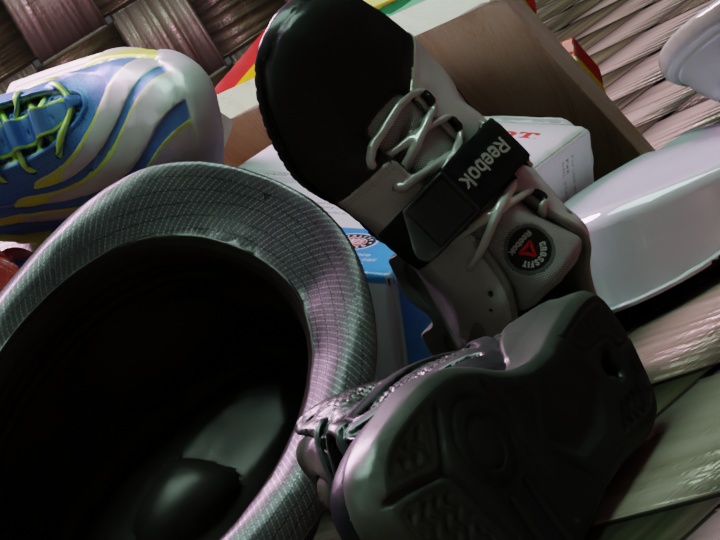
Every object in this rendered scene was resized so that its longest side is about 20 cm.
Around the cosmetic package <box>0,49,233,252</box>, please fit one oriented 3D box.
[{"bbox_3d":[-0.140,0.010,1.298,0.105,0.071,0.201,-8,57,54],"label":"cosmetic package"}]

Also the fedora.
[{"bbox_3d":[-0.069,0.068,1.098,0.176,0.090,0.201,15,69,29],"label":"fedora"}]

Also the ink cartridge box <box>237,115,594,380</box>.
[{"bbox_3d":[0.000,0.000,1.271,0.146,0.086,0.200,4,20,28],"label":"ink cartridge box"}]

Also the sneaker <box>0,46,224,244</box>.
[{"bbox_3d":[-0.142,-0.039,1.174,0.105,0.076,0.200,-15,1,-38],"label":"sneaker"}]

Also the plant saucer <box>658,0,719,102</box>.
[{"bbox_3d":[0.231,-0.107,1.269,0.199,0.050,0.200,-20,-9,-3],"label":"plant saucer"}]

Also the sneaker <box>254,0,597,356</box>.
[{"bbox_3d":[0.040,-0.027,1.081,0.074,0.200,0.088,-51,33,-18],"label":"sneaker"}]

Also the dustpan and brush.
[{"bbox_3d":[0.109,-0.002,1.229,0.199,0.057,0.139,-28,9,-26],"label":"dustpan and brush"}]

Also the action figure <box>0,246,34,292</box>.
[{"bbox_3d":[-0.179,0.040,1.196,0.199,0.066,0.099,-24,-16,22],"label":"action figure"}]

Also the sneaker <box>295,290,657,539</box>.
[{"bbox_3d":[0.020,0.073,0.954,0.114,0.076,0.199,-31,3,25],"label":"sneaker"}]

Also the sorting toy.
[{"bbox_3d":[0.021,-0.075,1.445,0.198,0.070,0.200,-23,-34,20],"label":"sorting toy"}]
